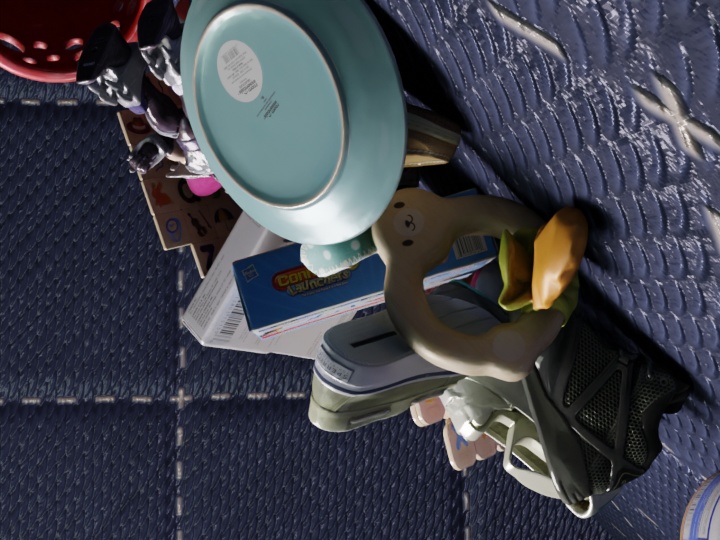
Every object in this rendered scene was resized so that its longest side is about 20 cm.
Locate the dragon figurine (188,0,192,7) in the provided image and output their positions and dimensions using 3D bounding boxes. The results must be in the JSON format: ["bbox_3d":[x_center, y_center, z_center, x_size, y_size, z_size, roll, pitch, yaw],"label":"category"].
[{"bbox_3d":[-0.085,-0.199,0.853,0.200,0.059,0.099,41,175,-12],"label":"dragon figurine"}]

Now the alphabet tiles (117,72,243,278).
[{"bbox_3d":[-0.148,-0.096,1.167,0.166,0.006,0.201,-17,-93,-49],"label":"alphabet tiles"}]

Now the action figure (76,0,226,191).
[{"bbox_3d":[-0.138,-0.117,0.963,0.200,0.129,0.070,54,-152,-49],"label":"action figure"}]

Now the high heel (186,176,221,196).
[{"bbox_3d":[-0.083,-0.111,1.050,0.096,0.200,0.067,51,-145,16],"label":"high heel"}]

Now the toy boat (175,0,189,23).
[{"bbox_3d":[-0.119,-0.159,1.142,0.130,0.131,0.200,42,175,47],"label":"toy boat"}]

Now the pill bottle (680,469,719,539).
[{"bbox_3d":[0.248,0.158,0.688,0.112,0.112,0.200,44,176,13],"label":"pill bottle"}]

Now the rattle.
[{"bbox_3d":[0.042,-0.020,0.788,0.199,0.131,0.143,35,-177,16],"label":"rattle"}]

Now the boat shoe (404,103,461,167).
[{"bbox_3d":[-0.021,-0.079,0.841,0.199,0.077,0.071,9,173,39],"label":"boat shoe"}]

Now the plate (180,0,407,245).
[{"bbox_3d":[-0.055,-0.108,0.792,0.199,0.026,0.202,21,124,34],"label":"plate"}]

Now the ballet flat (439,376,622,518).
[{"bbox_3d":[0.116,0.120,0.947,0.199,0.070,0.069,36,176,5],"label":"ballet flat"}]

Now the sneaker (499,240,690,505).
[{"bbox_3d":[0.169,0.059,0.893,0.076,0.113,0.201,38,-146,-80],"label":"sneaker"}]

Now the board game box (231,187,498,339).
[{"bbox_3d":[0.000,0.000,1.007,0.196,0.199,0.056,118,134,-84],"label":"board game box"}]

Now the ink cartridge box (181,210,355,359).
[{"bbox_3d":[-0.053,-0.011,1.162,0.173,0.201,0.044,12,-155,-50],"label":"ink cartridge box"}]

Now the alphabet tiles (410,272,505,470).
[{"bbox_3d":[0.101,0.083,1.165,0.199,0.015,0.197,-9,-96,-53],"label":"alphabet tiles"}]

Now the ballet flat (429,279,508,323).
[{"bbox_3d":[0.135,0.079,1.002,0.199,0.068,0.068,26,143,19],"label":"ballet flat"}]

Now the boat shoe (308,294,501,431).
[{"bbox_3d":[0.032,0.064,0.869,0.199,0.062,0.072,-7,-140,-49],"label":"boat shoe"}]

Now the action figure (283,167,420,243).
[{"bbox_3d":[-0.007,-0.069,0.985,0.070,0.129,0.200,61,168,11],"label":"action figure"}]

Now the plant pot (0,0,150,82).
[{"bbox_3d":[-0.322,-0.316,1.244,0.201,0.200,0.183,47,-176,-37],"label":"plant pot"}]

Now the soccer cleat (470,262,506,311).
[{"bbox_3d":[0.155,0.058,1.112,0.086,0.070,0.200,13,155,28],"label":"soccer cleat"}]
